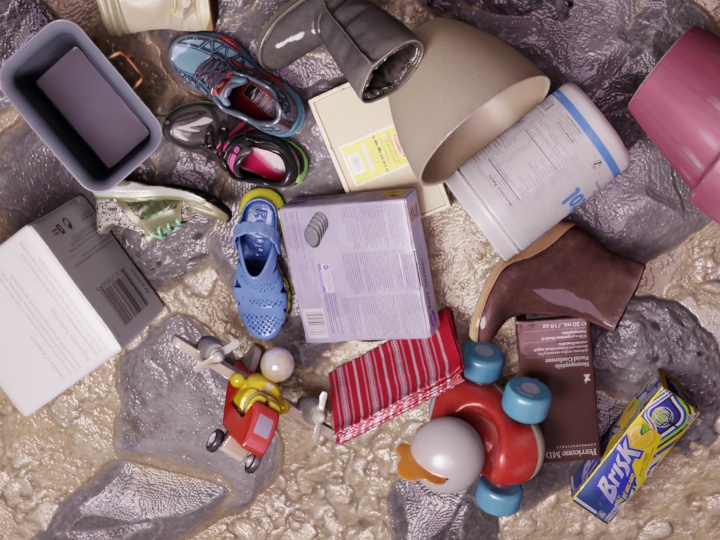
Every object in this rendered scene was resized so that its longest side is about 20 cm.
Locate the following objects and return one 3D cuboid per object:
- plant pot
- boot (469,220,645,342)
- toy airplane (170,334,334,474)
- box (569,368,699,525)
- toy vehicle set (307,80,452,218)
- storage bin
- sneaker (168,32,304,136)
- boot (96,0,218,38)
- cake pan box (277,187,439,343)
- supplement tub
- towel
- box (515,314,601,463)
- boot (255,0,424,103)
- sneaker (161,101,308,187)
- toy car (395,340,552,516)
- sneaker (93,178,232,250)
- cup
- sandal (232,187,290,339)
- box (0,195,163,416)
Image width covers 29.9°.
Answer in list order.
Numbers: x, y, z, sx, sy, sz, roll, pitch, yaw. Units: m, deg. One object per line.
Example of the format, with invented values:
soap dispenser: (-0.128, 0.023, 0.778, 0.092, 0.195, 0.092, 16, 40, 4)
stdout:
plant pot: (0.427, -0.186, 1.607, 0.179, 0.200, 0.201, 42, 107, 11)
boot: (0.246, 0.035, 1.696, 0.165, 0.072, 0.201, 29, 75, 18)
toy airplane: (-0.135, 0.151, 1.765, 0.199, 0.199, 0.141, 49, 112, 22)
box: (0.360, 0.234, 1.785, 0.064, 0.070, 0.201, 33, 107, -3)
toy vehicle set: (0.026, -0.153, 1.743, 0.123, 0.027, 0.202, -20, 102, 12)
storage bin: (-0.341, -0.214, 1.714, 0.145, 0.134, 0.200, -40, 98, 0)
sneaker: (-0.161, -0.241, 1.700, 0.199, 0.095, 0.080, 31, 102, 8)
boot: (-0.266, -0.395, 1.689, 0.153, 0.073, 0.202, -4, 110, 6)
cake pan box: (0.000, 0.000, 1.752, 0.182, 0.052, 0.202, -4, 107, 26)
supplement tub: (0.219, -0.122, 1.659, 0.199, 0.132, 0.132, -39, 98, 7)
towel: (0.045, 0.135, 1.763, 0.199, 0.145, 0.023, -29, 122, 15)
box: (0.259, 0.147, 1.774, 0.099, 0.075, 0.202, -6, 107, 9)
boot: (-0.028, -0.264, 1.637, 0.182, 0.072, 0.201, -46, 54, 18)
sneaker: (-0.162, -0.162, 1.735, 0.198, 0.084, 0.078, 19, 107, 2)
toy car: (0.116, 0.217, 1.716, 0.177, 0.198, 0.186, 39, 128, 39)
sneaker: (-0.264, -0.070, 1.776, 0.198, 0.077, 0.090, 9, 96, 13)
cup: (0.111, -0.221, 1.644, 0.200, 0.200, 0.144, -41, 75, 16)
sandal: (-0.136, -0.002, 1.777, 0.078, 0.087, 0.203, -3, 107, 6)
box: (-0.400, 0.042, 1.764, 0.171, 0.199, 0.201, -35, 97, 15)
